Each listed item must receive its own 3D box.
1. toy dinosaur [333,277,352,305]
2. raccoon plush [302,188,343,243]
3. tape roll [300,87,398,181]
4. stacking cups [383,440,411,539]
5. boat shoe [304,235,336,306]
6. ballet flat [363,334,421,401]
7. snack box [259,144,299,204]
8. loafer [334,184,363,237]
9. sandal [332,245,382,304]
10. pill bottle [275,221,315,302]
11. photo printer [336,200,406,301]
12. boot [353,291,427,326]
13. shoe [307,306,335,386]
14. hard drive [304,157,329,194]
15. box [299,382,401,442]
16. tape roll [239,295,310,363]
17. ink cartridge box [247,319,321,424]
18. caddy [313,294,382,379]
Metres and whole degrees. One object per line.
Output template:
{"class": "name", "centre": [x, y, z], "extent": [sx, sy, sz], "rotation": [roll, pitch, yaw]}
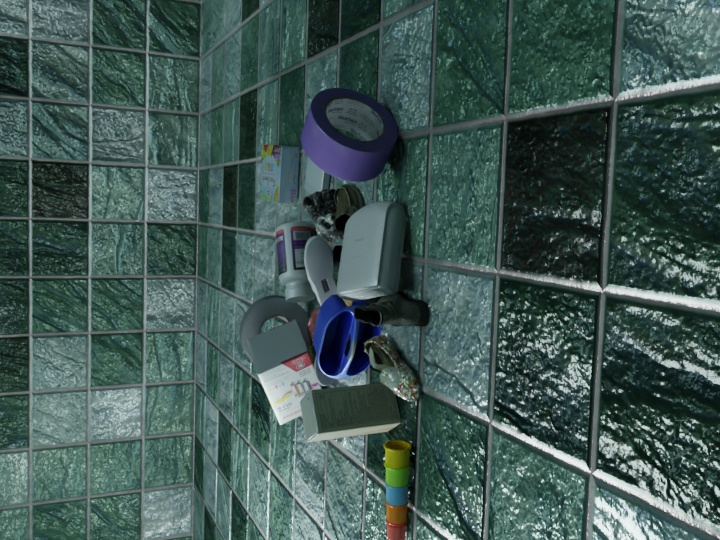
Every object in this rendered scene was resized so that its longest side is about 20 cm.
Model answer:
{"class": "toy dinosaur", "centre": [-0.032, 0.065, 1.765], "extent": [0.102, 0.057, 0.201], "rotation": [61, 152, 23]}
{"class": "raccoon plush", "centre": [-0.081, -0.123, 1.863], "extent": [0.200, 0.095, 0.137], "rotation": [60, -168, -81]}
{"class": "tape roll", "centre": [-0.024, -0.291, 1.550], "extent": [0.086, 0.195, 0.203], "rotation": [117, 144, -45]}
{"class": "stacking cups", "centre": [0.071, 0.460, 1.505], "extent": [0.060, 0.059, 0.206], "rotation": [-162, 74, -64]}
{"class": "boat shoe", "centre": [-0.095, -0.001, 1.702], "extent": [0.066, 0.071, 0.203], "rotation": [46, 159, 50]}
{"class": "ballet flat", "centre": [0.060, 0.208, 1.528], "extent": [0.200, 0.062, 0.077], "rotation": [-129, 46, -54]}
{"class": "snack box", "centre": [-0.247, -0.294, 2.209], "extent": [0.199, 0.066, 0.173], "rotation": [-155, 68, -65]}
{"class": "loafer", "centre": [-0.029, -0.133, 1.716], "extent": [0.202, 0.068, 0.076], "rotation": [-115, 34, -43]}
{"class": "sandal", "centre": [0.001, 0.000, 1.659], "extent": [0.201, 0.075, 0.044], "rotation": [50, 128, 41]}
{"class": "pill bottle", "centre": [-0.172, -0.021, 1.989], "extent": [0.111, 0.109, 0.205], "rotation": [149, 118, -62]}
{"class": "photo printer", "centre": [0.024, -0.046, 1.544], "extent": [0.165, 0.068, 0.205], "rotation": [-12, 65, 53]}
{"class": "boot", "centre": [0.041, 0.080, 1.488], "extent": [0.199, 0.128, 0.070], "rotation": [-178, 89, -66]}
{"class": "shoe", "centre": [-0.095, 0.193, 1.875], "extent": [0.091, 0.070, 0.206], "rotation": [165, 106, -69]}
{"class": "hard drive", "centre": [-0.109, -0.302, 1.949], "extent": [0.132, 0.026, 0.205], "rotation": [-138, 52, -59]}
{"class": "box", "centre": [-0.022, 0.300, 1.546], "extent": [0.078, 0.195, 0.097], "rotation": [132, 132, -55]}
{"class": "tape roll", "centre": [-0.236, 0.174, 2.023], "extent": [0.066, 0.195, 0.206], "rotation": [-170, 81, -71]}
{"class": "ink cartridge box", "centre": [-0.193, 0.269, 1.917], "extent": [0.145, 0.143, 0.203], "rotation": [-122, 12, -51]}
{"class": "caddy", "centre": [-0.029, 0.151, 1.638], "extent": [0.106, 0.138, 0.204], "rotation": [-117, 35, -53]}
